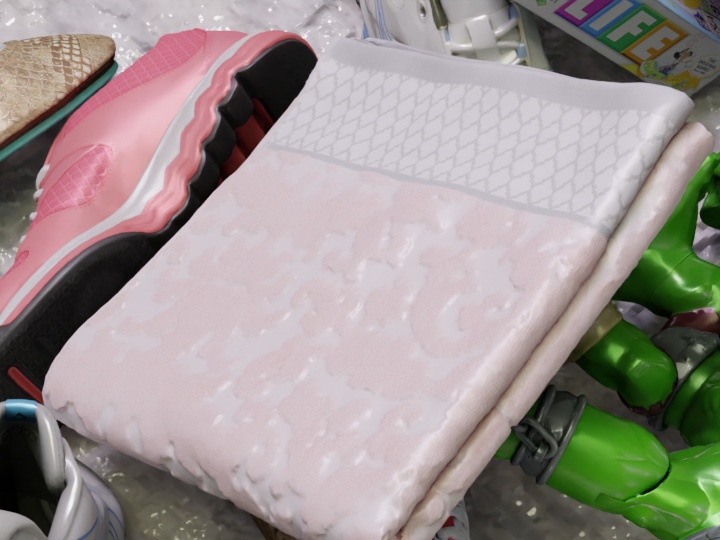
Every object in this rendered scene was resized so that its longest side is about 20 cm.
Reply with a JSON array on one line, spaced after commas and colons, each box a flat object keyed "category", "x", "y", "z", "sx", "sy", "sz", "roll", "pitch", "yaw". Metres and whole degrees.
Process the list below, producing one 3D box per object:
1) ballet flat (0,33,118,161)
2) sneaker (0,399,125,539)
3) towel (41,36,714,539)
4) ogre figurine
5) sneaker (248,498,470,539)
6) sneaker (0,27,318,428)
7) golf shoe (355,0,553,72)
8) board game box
[{"category": "ballet flat", "x": -0.184, "y": -0.047, "z": 0.902, "sx": 0.200, "sy": 0.070, "sz": 0.065, "roll": -44, "pitch": 105, "yaw": -20}, {"category": "sneaker", "x": -0.112, "y": 0.080, "z": 0.762, "sx": 0.075, "sy": 0.200, "sz": 0.087, "roll": 7, "pitch": 103, "yaw": -5}, {"category": "towel", "x": 0.000, "y": 0.000, "z": 0.786, "sx": 0.200, "sy": 0.032, "sz": 0.191, "roll": 17, "pitch": 63, "yaw": 50}, {"category": "ogre figurine", "x": 0.126, "y": 0.033, "z": 0.807, "sx": 0.120, "sy": 0.098, "sz": 0.200, "roll": 42, "pitch": 29, "yaw": 13}, {"category": "sneaker", "x": 0.025, "y": 0.079, "z": 0.808, "sx": 0.112, "sy": 0.071, "sz": 0.200, "roll": -33, "pitch": 59, "yaw": -9}, {"category": "sneaker", "x": -0.098, "y": -0.018, "z": 0.894, "sx": 0.087, "sy": 0.074, "sz": 0.200, "roll": 21, "pitch": 63, "yaw": 41}, {"category": "golf shoe", "x": 0.042, "y": -0.076, "z": 0.885, "sx": 0.078, "sy": 0.097, "sz": 0.200, "roll": -19, "pitch": 60, "yaw": -7}, {"category": "board game box", "x": 0.074, "y": -0.175, "z": 0.921, "sx": 0.034, "sy": 0.134, "sz": 0.201, "roll": -35, "pitch": 56, "yaw": 26}]
